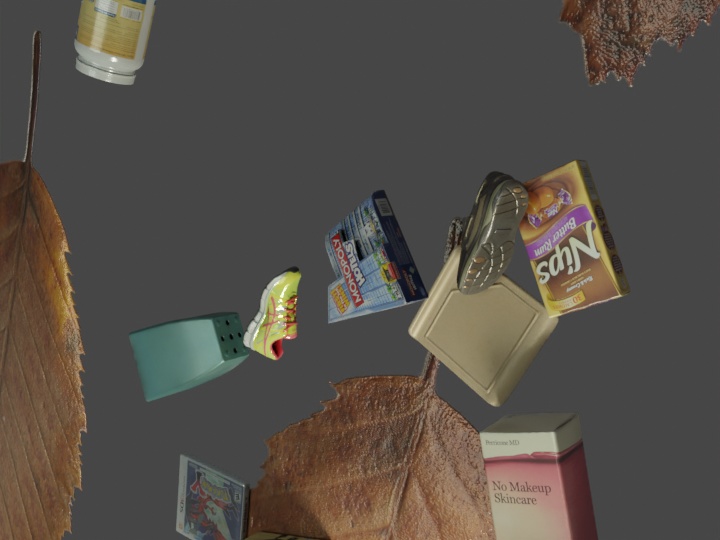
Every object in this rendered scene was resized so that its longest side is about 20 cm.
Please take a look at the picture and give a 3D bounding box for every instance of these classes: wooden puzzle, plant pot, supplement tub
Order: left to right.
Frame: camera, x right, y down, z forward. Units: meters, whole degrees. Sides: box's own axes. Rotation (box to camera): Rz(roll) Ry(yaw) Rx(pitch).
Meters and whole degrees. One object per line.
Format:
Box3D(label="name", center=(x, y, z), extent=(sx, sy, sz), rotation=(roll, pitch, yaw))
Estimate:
Box3D(label="supplement tub", center=(-0.509, -0.503, 1.584), extent=(0.143, 0.144, 0.203), rotation=(30, 111, 28))
Box3D(label="plant pot", center=(-0.335, 0.159, 1.545), extent=(0.197, 0.141, 0.144), rotation=(-20, 84, 28))
Box3D(label="wooden puzzle", center=(0.194, 0.087, 1.227), extent=(0.199, 0.037, 0.187), rotation=(38, 115, 21))

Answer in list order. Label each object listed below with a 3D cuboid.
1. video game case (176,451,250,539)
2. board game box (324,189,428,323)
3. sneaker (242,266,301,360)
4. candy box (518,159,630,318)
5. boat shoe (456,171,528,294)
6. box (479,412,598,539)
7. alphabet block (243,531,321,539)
Box3D(label="video game case", center=(-0.320, 0.509, 1.643), extent=(0.197, 0.023, 0.186), rotation=(13, 103, 33))
Box3D(label="board game box", center=(0.000, 0.000, 1.316), extent=(0.199, 0.061, 0.203), rotation=(-36, 70, 44))
Box3D(label="sneaker", center=(-0.146, 0.083, 1.447), extent=(0.090, 0.078, 0.202), rotation=(36, 120, 17))
Box3D(label="candy box", center=(0.303, -0.045, 1.118), extent=(0.115, 0.056, 0.204), rotation=(-22, 84, 34))
Box3D(label="boat shoe", center=(0.191, -0.056, 1.152), extent=(0.074, 0.073, 0.203), rotation=(60, 139, 48))
Box3D(label="box", center=(0.269, 0.327, 1.153), extent=(0.126, 0.108, 0.204), rotation=(-10, 90, 35))
Box3D(label="alphabet block", center=(-0.169, 0.631, 1.450), extent=(0.197, 0.194, 0.201), rotation=(-7, 90, 34))
